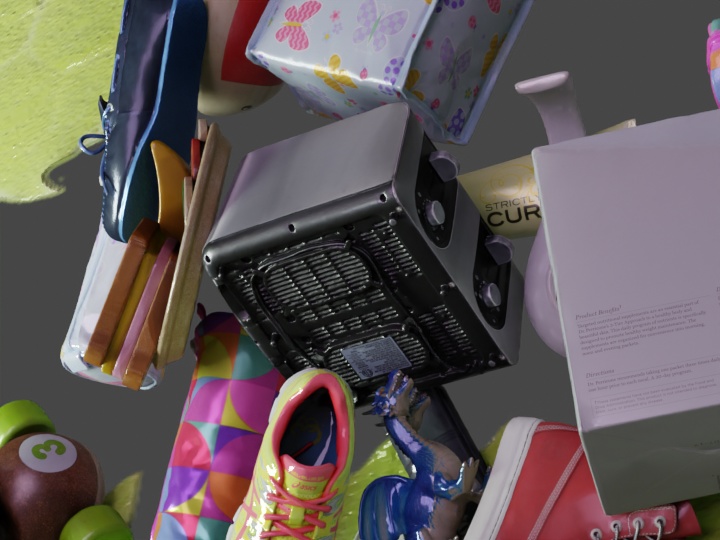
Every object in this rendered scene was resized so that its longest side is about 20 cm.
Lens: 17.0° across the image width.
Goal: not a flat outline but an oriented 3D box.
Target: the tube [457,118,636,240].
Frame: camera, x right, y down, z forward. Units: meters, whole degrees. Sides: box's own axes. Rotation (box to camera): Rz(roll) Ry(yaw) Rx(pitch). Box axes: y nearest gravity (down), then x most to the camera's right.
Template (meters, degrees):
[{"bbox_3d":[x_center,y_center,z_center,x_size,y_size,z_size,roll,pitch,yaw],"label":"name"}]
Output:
[{"bbox_3d":[0.112,-0.053,1.751,0.198,0.058,0.052,-12,21,24],"label":"tube"}]

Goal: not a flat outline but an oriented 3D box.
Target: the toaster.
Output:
[{"bbox_3d":[0.000,0.000,1.708,0.199,0.181,0.119,-18,35,29],"label":"toaster"}]

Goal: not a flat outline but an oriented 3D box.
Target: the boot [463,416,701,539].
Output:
[{"bbox_3d":[0.143,0.193,1.581,0.143,0.073,0.201,7,60,24],"label":"boot"}]

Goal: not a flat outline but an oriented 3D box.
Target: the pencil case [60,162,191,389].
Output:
[{"bbox_3d":[-0.178,-0.008,1.909,0.083,0.091,0.202,-1,70,35],"label":"pencil case"}]

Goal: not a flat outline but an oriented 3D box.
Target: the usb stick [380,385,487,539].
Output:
[{"bbox_3d":[0.072,0.163,1.692,0.055,0.033,0.201,-37,54,12],"label":"usb stick"}]

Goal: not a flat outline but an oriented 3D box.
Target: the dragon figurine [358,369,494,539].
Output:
[{"bbox_3d":[0.039,0.172,1.651,0.099,0.059,0.202,5,85,40],"label":"dragon figurine"}]

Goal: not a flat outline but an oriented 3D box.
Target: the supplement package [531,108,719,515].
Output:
[{"bbox_3d":[0.223,0.023,1.538,0.189,0.147,0.202,-11,62,7],"label":"supplement package"}]

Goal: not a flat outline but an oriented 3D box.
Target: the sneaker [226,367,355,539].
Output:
[{"bbox_3d":[-0.046,0.157,1.639,0.077,0.090,0.202,9,77,-5],"label":"sneaker"}]

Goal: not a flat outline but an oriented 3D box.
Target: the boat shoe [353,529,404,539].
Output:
[{"bbox_3d":[-0.003,0.250,1.682,0.070,0.069,0.202,6,74,37],"label":"boat shoe"}]

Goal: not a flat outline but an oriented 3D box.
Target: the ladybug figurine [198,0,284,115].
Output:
[{"bbox_3d":[-0.081,-0.214,1.906,0.071,0.136,0.202,16,113,6],"label":"ladybug figurine"}]

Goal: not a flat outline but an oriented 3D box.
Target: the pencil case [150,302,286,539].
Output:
[{"bbox_3d":[-0.101,0.128,1.800,0.088,0.088,0.202,-3,68,34],"label":"pencil case"}]

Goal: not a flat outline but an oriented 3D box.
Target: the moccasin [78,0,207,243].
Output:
[{"bbox_3d":[-0.167,-0.122,1.859,0.068,0.080,0.202,15,91,31],"label":"moccasin"}]

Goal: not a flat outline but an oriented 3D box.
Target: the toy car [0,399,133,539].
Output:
[{"bbox_3d":[-0.304,0.176,1.845,0.158,0.200,0.164,-49,51,7],"label":"toy car"}]

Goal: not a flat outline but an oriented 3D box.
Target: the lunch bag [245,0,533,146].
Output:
[{"bbox_3d":[0.032,-0.215,1.831,0.169,0.127,0.201,17,73,40],"label":"lunch bag"}]

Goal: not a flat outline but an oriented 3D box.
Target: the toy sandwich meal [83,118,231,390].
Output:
[{"bbox_3d":[-0.148,-0.015,1.772,0.070,0.205,0.207,13,74,-3],"label":"toy sandwich meal"}]

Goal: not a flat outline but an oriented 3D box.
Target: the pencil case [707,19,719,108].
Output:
[{"bbox_3d":[0.327,-0.159,1.611,0.199,0.088,0.089,-21,59,28],"label":"pencil case"}]

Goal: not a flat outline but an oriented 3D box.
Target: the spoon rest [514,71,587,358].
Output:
[{"bbox_3d":[0.153,-0.036,1.688,0.099,0.061,0.202,-11,88,17],"label":"spoon rest"}]
